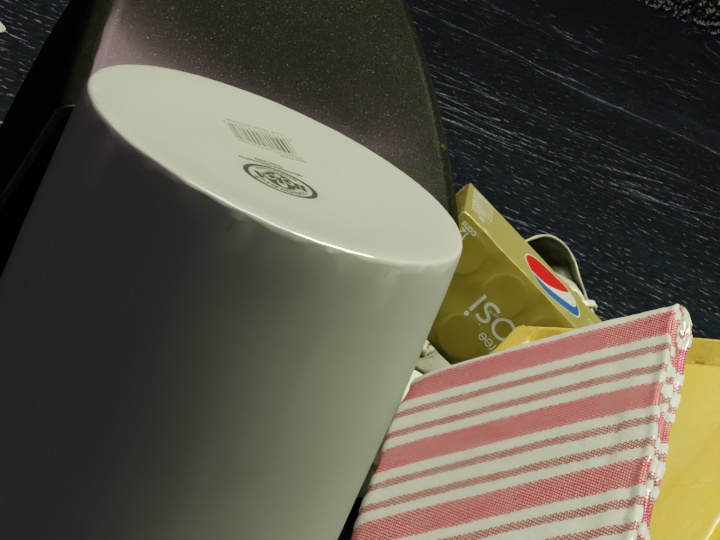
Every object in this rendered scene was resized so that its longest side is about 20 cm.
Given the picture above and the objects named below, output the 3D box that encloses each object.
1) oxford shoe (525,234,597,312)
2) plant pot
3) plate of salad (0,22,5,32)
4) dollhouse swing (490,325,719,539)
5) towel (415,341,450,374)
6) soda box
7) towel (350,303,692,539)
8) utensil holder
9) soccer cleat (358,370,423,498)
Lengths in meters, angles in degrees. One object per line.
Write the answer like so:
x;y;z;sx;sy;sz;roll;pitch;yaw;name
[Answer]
0.124;0.044;1.259;0.075;0.058;0.201;32;25;-29;oxford shoe
-0.076;-0.073;1.006;0.198;0.200;0.179;18;57;-21;plant pot
-0.333;-0.191;1.356;0.198;0.048;0.200;24;7;-3;plate of salad
0.138;0.130;0.949;0.199;0.177;0.182;3;-32;45;dollhouse swing
0.000;0.000;1.290;0.199;0.035;0.192;29;18;10;towel
0.102;0.050;1.122;0.200;0.068;0.064;46;16;-8;soda box
0.067;0.094;0.887;0.030;0.145;0.201;62;29;-25;towel
-0.069;0.045;0.788;0.169;0.201;0.170;23;18;-8;utensil holder
-0.011;0.075;0.994;0.199;0.069;0.078;18;38;-45;soccer cleat
